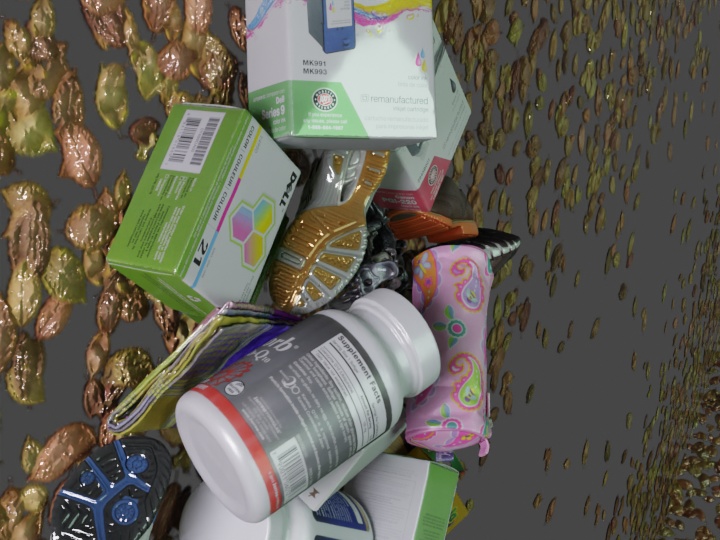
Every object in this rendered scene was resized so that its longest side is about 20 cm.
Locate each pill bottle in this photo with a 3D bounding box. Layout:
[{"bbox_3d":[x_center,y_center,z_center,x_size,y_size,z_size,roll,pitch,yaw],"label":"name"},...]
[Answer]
[{"bbox_3d":[-0.038,0.102,0.813,0.200,0.116,0.116,-31,128,-28],"label":"pill bottle"},{"bbox_3d":[-0.077,0.252,0.949,0.200,0.115,0.116,37,66,-58],"label":"pill bottle"}]

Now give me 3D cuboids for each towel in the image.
[{"bbox_3d":[-0.114,0.088,0.845,0.144,0.023,0.200,-46,160,9],"label":"towel"}]

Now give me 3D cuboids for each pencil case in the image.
[{"bbox_3d":[0.087,0.077,0.971,0.087,0.087,0.201,44,44,-56],"label":"pencil case"}]

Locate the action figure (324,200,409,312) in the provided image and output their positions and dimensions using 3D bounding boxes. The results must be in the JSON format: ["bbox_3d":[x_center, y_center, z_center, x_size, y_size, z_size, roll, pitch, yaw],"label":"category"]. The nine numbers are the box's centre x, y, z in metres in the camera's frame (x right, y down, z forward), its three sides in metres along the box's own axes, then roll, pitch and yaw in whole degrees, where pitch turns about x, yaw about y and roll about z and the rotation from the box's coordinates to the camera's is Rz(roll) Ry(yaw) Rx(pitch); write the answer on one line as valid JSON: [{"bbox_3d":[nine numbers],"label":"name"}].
[{"bbox_3d":[0.000,0.000,1.029,0.200,0.102,0.119,-87,161,-70],"label":"action figure"}]

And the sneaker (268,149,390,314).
[{"bbox_3d":[-0.030,-0.043,0.952,0.201,0.075,0.088,-65,-171,-19],"label":"sneaker"}]

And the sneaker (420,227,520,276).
[{"bbox_3d":[0.136,0.015,1.314,0.200,0.075,0.116,-18,120,-47],"label":"sneaker"}]

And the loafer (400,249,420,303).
[{"bbox_3d":[0.067,0.037,1.121,0.067,0.200,0.076,-37,111,2],"label":"loafer"}]

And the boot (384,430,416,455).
[{"bbox_3d":[0.052,0.148,1.190,0.200,0.072,0.167,31,74,-56],"label":"boot"}]

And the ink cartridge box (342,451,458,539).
[{"bbox_3d":[0.025,0.292,1.037,0.059,0.104,0.201,30,69,-47],"label":"ink cartridge box"}]

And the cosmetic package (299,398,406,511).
[{"bbox_3d":[-0.020,0.139,0.975,0.085,0.108,0.200,-51,170,19],"label":"cosmetic package"}]

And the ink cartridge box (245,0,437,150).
[{"bbox_3d":[-0.018,-0.208,0.859,0.145,0.087,0.201,-2,90,-30],"label":"ink cartridge box"}]

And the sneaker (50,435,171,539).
[{"bbox_3d":[-0.207,0.219,0.771,0.077,0.075,0.201,102,12,-59],"label":"sneaker"}]

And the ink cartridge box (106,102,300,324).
[{"bbox_3d":[-0.104,-0.026,0.854,0.200,0.075,0.148,46,59,-54],"label":"ink cartridge box"}]

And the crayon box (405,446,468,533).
[{"bbox_3d":[0.047,0.287,1.160,0.200,0.051,0.127,-42,140,-9],"label":"crayon box"}]

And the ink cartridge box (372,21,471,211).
[{"bbox_3d":[0.032,-0.177,1.044,0.200,0.084,0.146,54,52,-50],"label":"ink cartridge box"}]

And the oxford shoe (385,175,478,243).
[{"bbox_3d":[0.079,-0.076,1.194,0.200,0.071,0.073,8,72,-66],"label":"oxford shoe"}]
